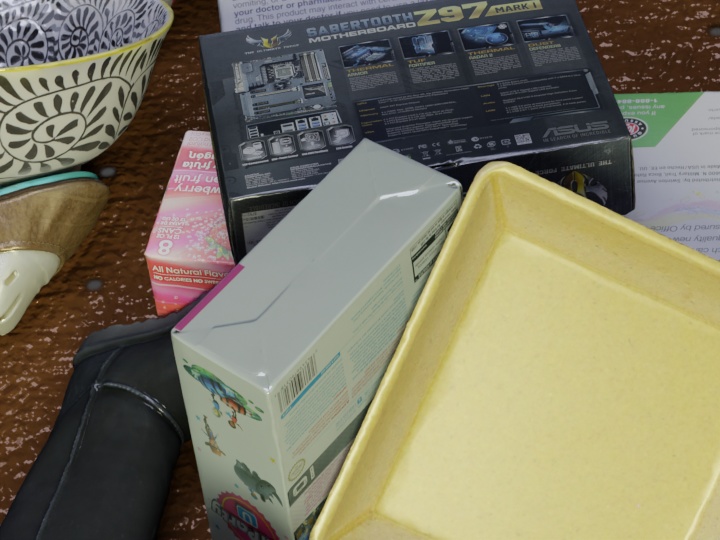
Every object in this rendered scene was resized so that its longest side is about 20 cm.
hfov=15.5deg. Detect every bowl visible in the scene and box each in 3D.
[{"bbox_3d":[-0.201,-0.094,1.469,0.200,0.095,0.201,-1,21,0],"label":"bowl"}]

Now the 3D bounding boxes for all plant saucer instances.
[{"bbox_3d":[0.101,0.077,1.218,0.199,0.048,0.201,25,92,-9],"label":"plant saucer"}]

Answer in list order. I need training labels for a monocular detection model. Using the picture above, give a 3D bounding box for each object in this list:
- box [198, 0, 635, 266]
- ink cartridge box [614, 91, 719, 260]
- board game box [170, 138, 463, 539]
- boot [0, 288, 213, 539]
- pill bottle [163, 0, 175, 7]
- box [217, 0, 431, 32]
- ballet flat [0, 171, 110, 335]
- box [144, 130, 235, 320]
[{"bbox_3d":[0.024,-0.074,1.326,0.199,0.051,0.158,-9,37,-4],"label":"box"},{"bbox_3d":[0.174,0.006,1.347,0.145,0.088,0.201,-1,45,7],"label":"ink cartridge box"},{"bbox_3d":[-0.009,0.063,1.237,0.064,0.201,0.148,26,54,29],"label":"board game box"},{"bbox_3d":[-0.102,0.105,1.278,0.164,0.066,0.200,-19,33,35],"label":"boot"},{"bbox_3d":[-0.131,-0.244,1.605,0.119,0.120,0.200,12,49,18],"label":"pill bottle"},{"bbox_3d":[0.011,-0.148,1.504,0.183,0.105,0.201,-8,47,0],"label":"box"},{"bbox_3d":[-0.225,0.006,1.423,0.199,0.068,0.073,-14,66,-5],"label":"ballet flat"},{"bbox_3d":[0.000,0.000,1.365,0.199,0.103,0.095,5,47,11],"label":"box"}]
